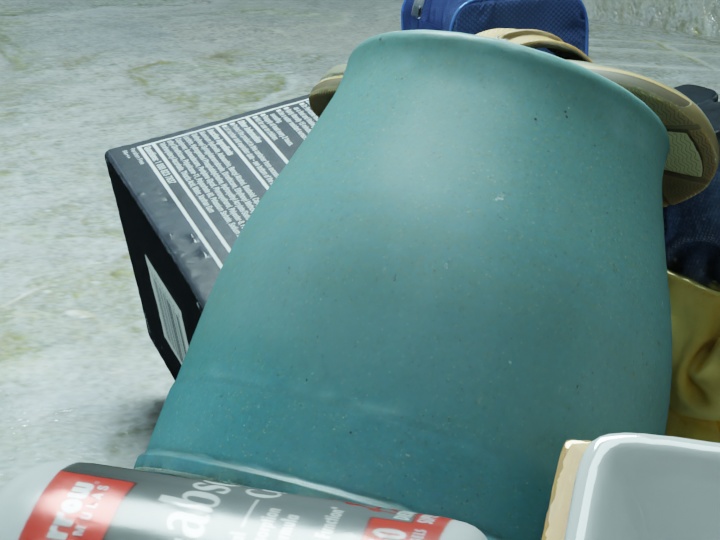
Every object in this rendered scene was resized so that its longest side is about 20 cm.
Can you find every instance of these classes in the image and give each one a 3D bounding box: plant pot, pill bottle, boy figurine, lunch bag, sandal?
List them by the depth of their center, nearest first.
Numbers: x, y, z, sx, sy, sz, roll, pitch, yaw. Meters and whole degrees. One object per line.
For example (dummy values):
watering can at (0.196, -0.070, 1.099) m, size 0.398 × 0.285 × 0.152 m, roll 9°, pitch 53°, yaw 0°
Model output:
pill bottle at (-0.063, 0.122, 0.574) m, size 0.198 × 0.117 × 0.116 m, roll 7°, pitch 15°, yaw 11°
plant pot at (0.033, 0.018, 0.714) m, size 0.198 × 0.190 × 0.200 m, roll 15°, pitch -13°, yaw 4°
sandal at (0.066, -0.076, 0.816) m, size 0.199 × 0.081 × 0.054 m, roll 8°, pitch 55°, yaw 36°
boy figurine at (0.159, 0.021, 0.857) m, size 0.064 × 0.202 × 0.124 m, roll -19°, pitch 21°, yaw -22°
lunch bag at (0.108, -0.165, 1.566) m, size 0.135 × 0.202 × 0.132 m, roll -7°, pitch 15°, yaw -21°

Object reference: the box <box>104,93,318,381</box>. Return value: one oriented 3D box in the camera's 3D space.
box at (0.000, 0.000, 0.913) m, size 0.197 × 0.124 × 0.200 m, roll -18°, pitch 30°, yaw -13°

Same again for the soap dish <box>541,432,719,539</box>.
soap dish at (0.145, 0.136, 0.545) m, size 0.198 × 0.082 × 0.158 m, roll 7°, pitch 49°, yaw 12°
